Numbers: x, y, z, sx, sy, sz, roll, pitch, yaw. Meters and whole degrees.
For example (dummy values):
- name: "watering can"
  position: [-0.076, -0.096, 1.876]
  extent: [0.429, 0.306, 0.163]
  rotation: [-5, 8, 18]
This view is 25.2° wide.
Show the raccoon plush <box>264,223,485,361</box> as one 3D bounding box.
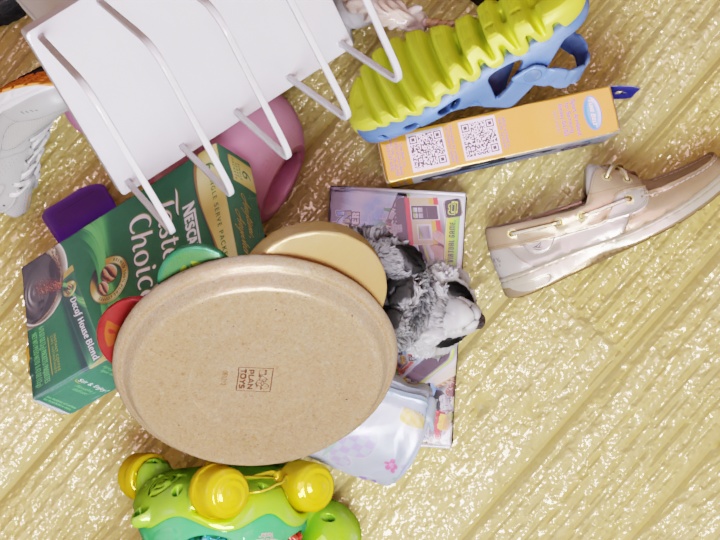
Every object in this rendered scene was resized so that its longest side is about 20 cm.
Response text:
- name: "raccoon plush"
  position: [0.000, 0.000, 1.211]
  extent: [0.200, 0.134, 0.097]
  rotation: [35, 101, 20]

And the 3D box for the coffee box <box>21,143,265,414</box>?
- name: "coffee box"
  position: [-0.157, 0.007, 1.159]
  extent: [0.200, 0.044, 0.123]
  rotation: [-28, 55, 24]

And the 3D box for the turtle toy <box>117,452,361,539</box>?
- name: "turtle toy"
  position: [-0.084, 0.191, 1.216]
  extent: [0.200, 0.146, 0.101]
  rotation: [3, 87, -36]

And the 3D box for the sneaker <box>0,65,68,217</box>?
- name: "sneaker"
  position: [-0.268, -0.093, 1.248]
  extent: [0.200, 0.076, 0.092]
  rotation: [-23, 102, 41]

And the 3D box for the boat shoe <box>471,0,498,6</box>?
- name: "boat shoe"
  position: [0.075, -0.267, 1.258]
  extent: [0.201, 0.073, 0.063]
  rotation: [37, 84, 0]

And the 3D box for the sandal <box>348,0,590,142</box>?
- name: "sandal"
  position: [0.084, -0.140, 1.142]
  extent: [0.200, 0.087, 0.080]
  rotation: [-24, 50, 21]

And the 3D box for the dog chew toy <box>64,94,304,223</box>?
- name: "dog chew toy"
  position: [-0.144, -0.113, 1.247]
  extent: [0.200, 0.125, 0.125]
  rotation: [28, 91, 12]

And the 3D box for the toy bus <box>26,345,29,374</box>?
- name: "toy bus"
  position: [-0.159, 0.045, 1.267]
  extent: [0.199, 0.065, 0.079]
  rotation: [-5, 89, 3]

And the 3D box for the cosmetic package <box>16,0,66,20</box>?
- name: "cosmetic package"
  position: [-0.134, -0.256, 1.171]
  extent: [0.167, 0.166, 0.200]
  rotation: [7, 110, -30]

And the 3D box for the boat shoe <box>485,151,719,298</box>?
- name: "boat shoe"
  position: [0.189, -0.049, 1.244]
  extent: [0.200, 0.074, 0.069]
  rotation: [-27, 93, 3]

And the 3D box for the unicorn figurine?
- name: "unicorn figurine"
  position: [-0.005, -0.226, 1.226]
  extent: [0.074, 0.137, 0.200]
  rotation: [-40, 89, -3]

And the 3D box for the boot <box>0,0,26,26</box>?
- name: "boot"
  position: [-0.253, -0.299, 1.281]
  extent: [0.200, 0.070, 0.132]
  rotation: [-31, 82, -2]

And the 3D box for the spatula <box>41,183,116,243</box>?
- name: "spatula"
  position: [-0.189, -0.002, 1.238]
  extent: [0.056, 0.021, 0.200]
  rotation: [-33, 54, -7]

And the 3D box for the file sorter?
- name: "file sorter"
  position: [-0.091, -0.140, 1.071]
  extent: [0.200, 0.125, 0.139]
  rotation: [-34, 124, -10]

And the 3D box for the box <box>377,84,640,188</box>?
- name: "box"
  position: [0.114, -0.102, 1.226]
  extent: [0.200, 0.119, 0.042]
  rotation: [-10, 90, 4]

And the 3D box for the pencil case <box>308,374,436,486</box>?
- name: "pencil case"
  position: [-0.045, 0.086, 1.196]
  extent: [0.200, 0.083, 0.091]
  rotation: [26, 120, -11]

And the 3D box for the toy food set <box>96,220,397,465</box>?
- name: "toy food set"
  position: [-0.074, 0.057, 1.090]
  extent: [0.197, 0.049, 0.200]
  rotation: [-9, 132, 1]

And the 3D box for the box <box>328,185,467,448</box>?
- name: "box"
  position: [0.024, 0.036, 1.271]
  extent: [0.110, 0.035, 0.201]
  rotation: [3, 89, 4]
